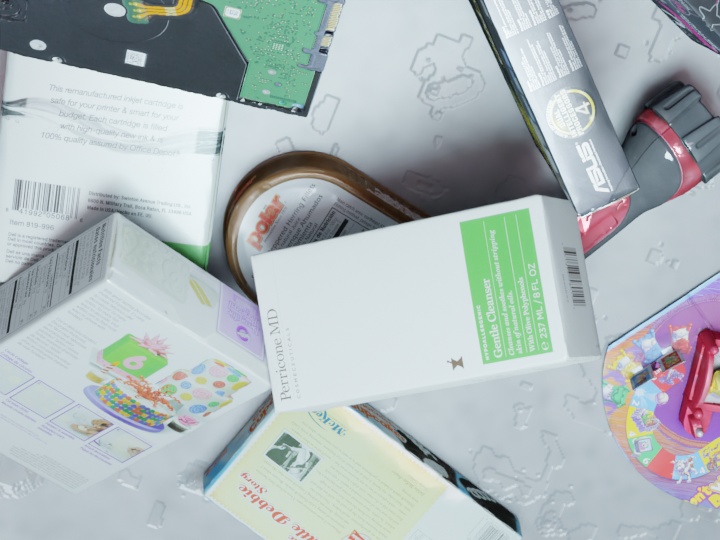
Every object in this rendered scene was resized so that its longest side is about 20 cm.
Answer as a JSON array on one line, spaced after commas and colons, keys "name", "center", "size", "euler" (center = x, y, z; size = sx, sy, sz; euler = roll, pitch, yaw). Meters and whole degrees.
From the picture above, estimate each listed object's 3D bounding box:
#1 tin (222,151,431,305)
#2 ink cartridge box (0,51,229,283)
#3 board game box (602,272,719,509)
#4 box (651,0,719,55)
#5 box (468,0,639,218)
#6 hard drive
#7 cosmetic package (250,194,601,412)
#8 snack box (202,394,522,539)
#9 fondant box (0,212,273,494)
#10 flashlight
[{"name": "tin", "center": [0.000, 0.000, 1.543], "size": [0.199, 0.042, 0.112], "euler": [31, 101, -12]}, {"name": "ink cartridge box", "center": [-0.159, -0.090, 1.477], "size": [0.146, 0.083, 0.201], "euler": [8, 109, -5]}, {"name": "board game box", "center": [0.270, 0.083, 1.582], "size": [0.199, 0.039, 0.158], "euler": [-33, 107, 9]}, {"name": "box", "center": [0.203, -0.242, 1.412], "size": [0.200, 0.115, 0.132], "euler": [40, 94, -23]}, {"name": "box", "center": [0.105, -0.148, 1.430], "size": [0.049, 0.161, 0.201], "euler": [-26, 109, 1]}, {"name": "hard drive", "center": [-0.113, -0.161, 1.351], "size": [0.199, 0.038, 0.140], "euler": [12, 150, -5]}, {"name": "cosmetic package", "center": [0.041, 0.023, 1.443], "size": [0.199, 0.085, 0.108], "euler": [-13, 85, 20]}, {"name": "snack box", "center": [0.001, 0.165, 1.598], "size": [0.200, 0.037, 0.116], "euler": [38, 103, -14]}, {"name": "fondant box", "center": [-0.173, 0.059, 1.480], "size": [0.199, 0.059, 0.144], "euler": [-29, 131, 35]}, {"name": "flashlight", "center": [0.152, -0.040, 1.501], "size": [0.200, 0.068, 0.068], "euler": [-37, 110, -3]}]
